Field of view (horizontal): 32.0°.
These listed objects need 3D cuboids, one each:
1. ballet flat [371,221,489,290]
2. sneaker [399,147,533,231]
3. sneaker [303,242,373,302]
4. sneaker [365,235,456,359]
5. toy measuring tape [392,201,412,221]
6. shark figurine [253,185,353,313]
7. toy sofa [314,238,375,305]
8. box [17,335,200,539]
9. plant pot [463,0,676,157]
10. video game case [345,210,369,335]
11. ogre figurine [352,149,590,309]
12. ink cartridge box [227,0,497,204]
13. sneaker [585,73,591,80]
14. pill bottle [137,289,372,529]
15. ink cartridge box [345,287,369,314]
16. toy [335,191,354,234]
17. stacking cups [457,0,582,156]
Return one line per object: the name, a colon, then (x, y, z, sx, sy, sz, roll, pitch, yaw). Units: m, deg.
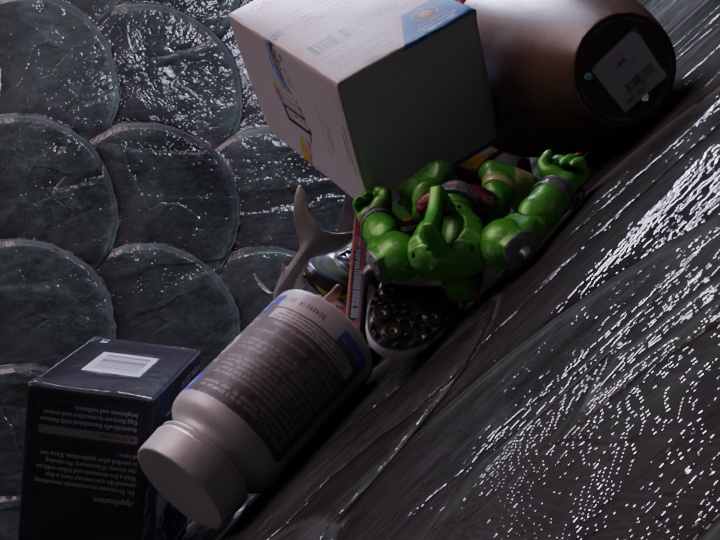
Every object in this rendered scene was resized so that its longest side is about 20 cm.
ballet flat: (0.072, -0.015, 1.252, 0.200, 0.068, 0.068, -29, 30, 59)
sneaker: (0.100, -0.099, 1.343, 0.200, 0.090, 0.075, -17, 5, 42)
sneaker: (0.009, -0.020, 1.476, 0.200, 0.074, 0.081, -20, -34, -47)
sneaker: (0.044, 0.033, 1.064, 0.200, 0.072, 0.073, -61, -11, -65)
toy measuring tape: (0.052, -0.096, 1.235, 0.074, 0.074, 0.200, -43, 14, 19)
shark figurine: (-0.077, 0.015, 1.330, 0.128, 0.089, 0.215, -40, -25, -19)
toy sofa: (-0.009, 0.043, 1.537, 0.200, 0.097, 0.083, -49, -18, -59)
box: (-0.231, 0.182, 1.175, 0.197, 0.117, 0.200, -60, -23, -79)
plant pot: (0.195, -0.184, 1.121, 0.187, 0.187, 0.200, -44, 18, -2)
video game case: (0.000, 0.000, 1.251, 0.143, 0.017, 0.200, -68, -17, -83)
ogre figurine: (0.077, -0.038, 1.016, 0.120, 0.200, 0.098, -67, -19, -47)
ink cartridge box: (0.002, -0.179, 1.156, 0.147, 0.145, 0.200, -31, 42, -16)
sneaker: (0.172, -0.177, 1.381, 0.131, 0.200, 0.080, 123, 151, -72)
pill bottle: (-0.090, 0.119, 1.085, 0.200, 0.114, 0.114, -45, 3, -30)
ink cartridge box: (-0.077, 0.109, 1.343, 0.163, 0.057, 0.200, -61, -4, 39)
toy: (0.021, -0.128, 1.351, 0.115, 0.047, 0.200, -26, -25, -27)
stacking cups: (0.160, -0.196, 1.270, 0.060, 0.200, 0.061, -43, 5, 5)
